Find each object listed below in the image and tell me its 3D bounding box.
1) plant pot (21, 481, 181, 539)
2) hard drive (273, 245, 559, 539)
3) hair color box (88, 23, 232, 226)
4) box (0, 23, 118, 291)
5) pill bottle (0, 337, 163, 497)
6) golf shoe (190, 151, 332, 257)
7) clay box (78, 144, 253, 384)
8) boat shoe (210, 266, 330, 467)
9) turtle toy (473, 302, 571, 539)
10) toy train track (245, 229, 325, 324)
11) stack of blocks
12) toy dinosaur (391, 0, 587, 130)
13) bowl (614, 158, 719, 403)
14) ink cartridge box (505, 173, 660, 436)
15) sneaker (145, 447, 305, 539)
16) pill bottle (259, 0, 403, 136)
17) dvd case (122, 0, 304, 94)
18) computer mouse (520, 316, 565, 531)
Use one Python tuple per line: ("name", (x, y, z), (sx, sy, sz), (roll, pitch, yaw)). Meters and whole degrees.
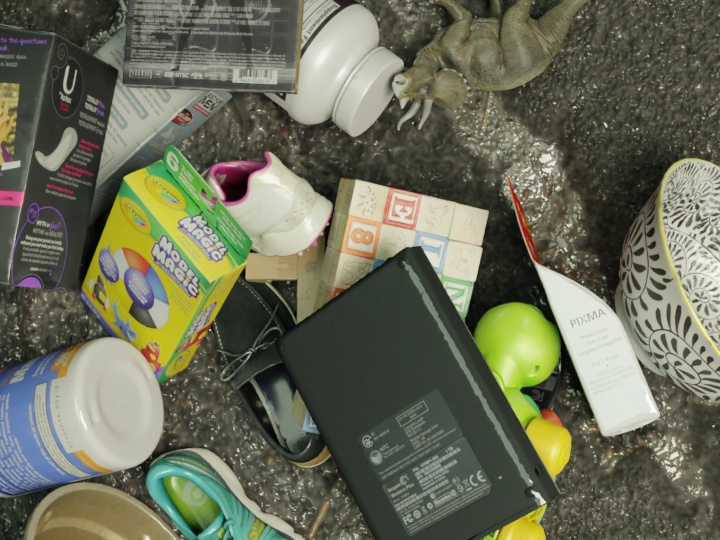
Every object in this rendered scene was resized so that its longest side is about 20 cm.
("plant pot", (-0.251, 0.314, 0.871), (0.183, 0.200, 0.201), (-41, 79, 16))
("hard drive", (0.034, 0.103, 0.757), (0.139, 0.033, 0.201), (-35, 78, 26))
("hair color box", (-0.227, -0.135, 0.956), (0.200, 0.061, 0.099), (-41, 79, 7))
("box", (-0.290, -0.092, 0.872), (0.105, 0.122, 0.202), (11, 88, 11))
("pill bottle", (-0.280, 0.134, 0.908), (0.198, 0.112, 0.113), (-17, 82, 25))
("golf shoe", (-0.118, -0.056, 0.887), (0.198, 0.092, 0.076), (-8, 46, 36))
("clay box", (-0.167, -0.001, 0.879), (0.115, 0.047, 0.200), (48, 139, 11))
("boat shoe", (-0.084, 0.078, 0.910), (0.074, 0.062, 0.201), (-30, 79, 9))
("turtle toy", (0.098, 0.123, 0.800), (0.145, 0.101, 0.202), (19, 103, 26))
("toy train track", (0.000, 0.000, 0.914), (0.197, 0.033, 0.116), (1, 80, 3))
("stack of blocks", (0.022, 0.036, 0.851), (0.114, 0.059, 0.202), (12, 93, -14))
("toy dinosaur", (0.113, -0.194, 0.896), (0.198, 0.077, 0.103), (-15, 101, -4))
("bowl", (0.259, 0.024, 0.806), (0.094, 0.200, 0.202), (-33, 78, 42))
("ink cartridge box", (0.171, 0.023, 0.812), (0.047, 0.160, 0.202), (-20, 82, 10))
("sneaker", (-0.110, 0.235, 0.893), (0.200, 0.080, 0.078), (40, 94, 11))
("pill bottle", (-0.063, -0.204, 0.902), (0.199, 0.112, 0.113), (37, 93, 11))
("dvd case", (-0.115, -0.246, 0.848), (0.147, 0.016, 0.203), (4, 89, 11))
("computer mouse", (0.095, 0.128, 0.881), (0.139, 0.046, 0.203), (7, 96, 11))
